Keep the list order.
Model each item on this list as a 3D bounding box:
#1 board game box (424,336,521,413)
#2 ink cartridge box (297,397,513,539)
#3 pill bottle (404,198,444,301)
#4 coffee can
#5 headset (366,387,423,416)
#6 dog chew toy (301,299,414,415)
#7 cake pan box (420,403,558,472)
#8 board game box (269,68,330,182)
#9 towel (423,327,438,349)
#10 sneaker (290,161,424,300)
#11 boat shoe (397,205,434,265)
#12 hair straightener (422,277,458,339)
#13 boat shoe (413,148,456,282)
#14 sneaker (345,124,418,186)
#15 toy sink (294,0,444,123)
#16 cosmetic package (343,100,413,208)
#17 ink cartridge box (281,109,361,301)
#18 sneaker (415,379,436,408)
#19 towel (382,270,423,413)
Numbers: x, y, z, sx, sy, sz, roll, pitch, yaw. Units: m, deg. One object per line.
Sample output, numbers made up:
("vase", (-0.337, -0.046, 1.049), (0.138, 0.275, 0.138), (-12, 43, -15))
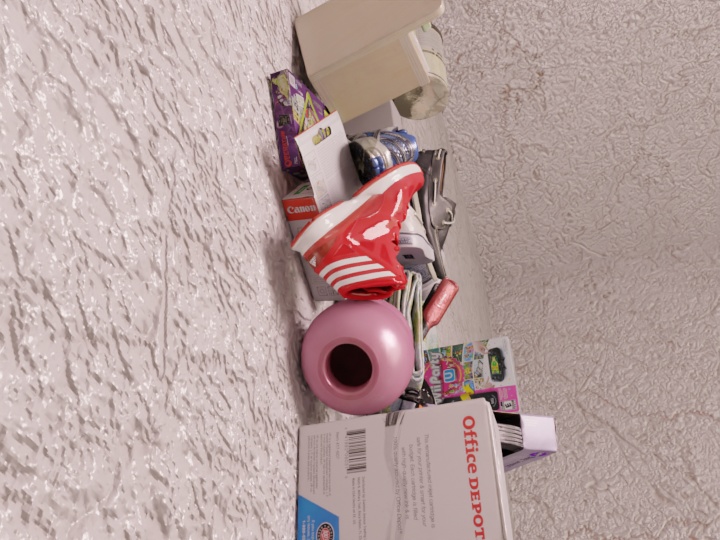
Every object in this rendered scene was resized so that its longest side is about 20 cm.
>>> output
("board game box", (0.168, 0.206, 1.174), (0.064, 0.198, 0.148), (63, 21, -46))
("ink cartridge box", (0.043, 0.221, 0.672), (0.084, 0.198, 0.147), (59, 24, -53))
("pill bottle", (0.081, -0.035, 1.177), (0.200, 0.118, 0.120), (62, 22, -50))
("coffee can", (0.142, -0.501, 1.706), (0.147, 0.145, 0.202), (59, 24, -53))
("headset", (0.029, 0.239, 0.820), (0.123, 0.093, 0.202), (0, 90, -76))
("dog chew toy", (0.006, 0.087, 0.788), (0.200, 0.123, 0.126), (-34, 113, -77))
("cake pan box", (0.137, 0.231, 0.914), (0.200, 0.182, 0.053), (127, -34, -57))
("board game box", (-0.063, -0.171, 0.899), (0.200, 0.032, 0.121), (17, 60, -74))
("towel", (0.125, 0.134, 1.371), (0.171, 0.048, 0.202), (4, 75, -76))
("sneaker", (0.024, -0.035, 0.757), (0.200, 0.078, 0.116), (-36, 86, -33))
("boat shoe", (0.060, -0.048, 0.923), (0.200, 0.070, 0.071), (35, 52, -77))
("hair straightener", (0.099, 0.105, 1.145), (0.201, 0.041, 0.077), (-62, -171, -22))
("boat shoe", (0.114, -0.084, 1.033), (0.072, 0.067, 0.202), (19, 64, -84))
("sneaker", (0.022, -0.149, 0.890), (0.200, 0.085, 0.078), (-141, -149, -69))
("toy sink", (0.026, -0.317, 0.952), (0.112, 0.199, 0.131), (49, 21, -53))
("cosmetic package", (0.018, -0.154, 1.049), (0.090, 0.106, 0.202), (34, 46, -72))
("ink cartridge box", (-0.041, -0.076, 0.820), (0.109, 0.050, 0.202), (-48, 127, -51))
("sneaker", (0.083, 0.246, 1.073), (0.090, 0.069, 0.202), (60, 25, -60))
("towel", (0.055, 0.117, 0.980), (0.201, 0.048, 0.173), (96, -3, -57))
